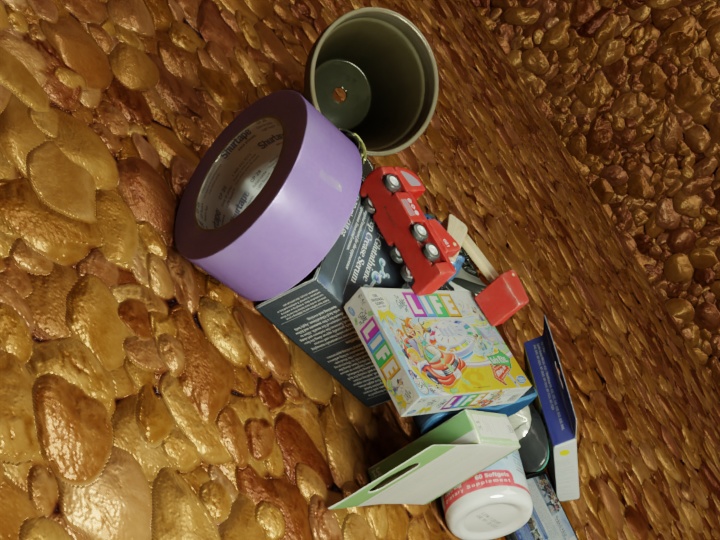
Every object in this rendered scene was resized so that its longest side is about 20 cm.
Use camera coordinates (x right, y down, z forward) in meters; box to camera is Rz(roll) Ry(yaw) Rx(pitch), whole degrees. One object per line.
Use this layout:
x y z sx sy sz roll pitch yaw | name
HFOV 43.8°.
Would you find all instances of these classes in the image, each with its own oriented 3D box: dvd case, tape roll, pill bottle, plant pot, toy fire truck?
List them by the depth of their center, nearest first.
-0.097 -0.078 0.921 0.085 0.198 0.203 36 31 -35 | tape roll
0.094 -0.029 1.015 0.139 0.049 0.203 -7 62 -48 | toy fire truck
0.139 0.217 1.108 0.108 0.108 0.203 34 32 -39 | pill bottle
0.248 0.358 1.249 0.198 0.017 0.145 9 51 -57 | dvd case
-0.006 -0.266 1.321 0.201 0.200 0.173 48 -13 -16 | plant pot

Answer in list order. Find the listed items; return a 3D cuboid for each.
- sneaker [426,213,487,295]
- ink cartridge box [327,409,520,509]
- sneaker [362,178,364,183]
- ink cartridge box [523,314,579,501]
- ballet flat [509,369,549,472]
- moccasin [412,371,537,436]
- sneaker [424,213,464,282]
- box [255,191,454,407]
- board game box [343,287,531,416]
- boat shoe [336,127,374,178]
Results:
0.133 -0.018 1.340 0.073 0.080 0.200 22 16 -46 | sneaker
0.066 0.200 0.950 0.198 0.145 0.049 19 41 -52 | ink cartridge box
0.013 -0.057 1.107 0.199 0.087 0.077 41 36 -38 | sneaker
0.286 0.209 1.356 0.200 0.046 0.202 -96 172 -47 | ink cartridge box
0.225 0.208 1.330 0.073 0.073 0.202 41 25 -29 | ballet flat
0.123 0.146 1.038 0.198 0.080 0.069 -1 55 -49 | moccasin
0.072 -0.063 1.291 0.201 0.078 0.066 50 11 20 | sneaker
-0.001 0.032 1.035 0.200 0.106 0.150 43 45 -26 | box
0.086 0.083 0.962 0.197 0.034 0.136 3 48 -47 | board game box
-0.026 -0.149 1.155 0.200 0.060 0.073 12 49 -62 | boat shoe
